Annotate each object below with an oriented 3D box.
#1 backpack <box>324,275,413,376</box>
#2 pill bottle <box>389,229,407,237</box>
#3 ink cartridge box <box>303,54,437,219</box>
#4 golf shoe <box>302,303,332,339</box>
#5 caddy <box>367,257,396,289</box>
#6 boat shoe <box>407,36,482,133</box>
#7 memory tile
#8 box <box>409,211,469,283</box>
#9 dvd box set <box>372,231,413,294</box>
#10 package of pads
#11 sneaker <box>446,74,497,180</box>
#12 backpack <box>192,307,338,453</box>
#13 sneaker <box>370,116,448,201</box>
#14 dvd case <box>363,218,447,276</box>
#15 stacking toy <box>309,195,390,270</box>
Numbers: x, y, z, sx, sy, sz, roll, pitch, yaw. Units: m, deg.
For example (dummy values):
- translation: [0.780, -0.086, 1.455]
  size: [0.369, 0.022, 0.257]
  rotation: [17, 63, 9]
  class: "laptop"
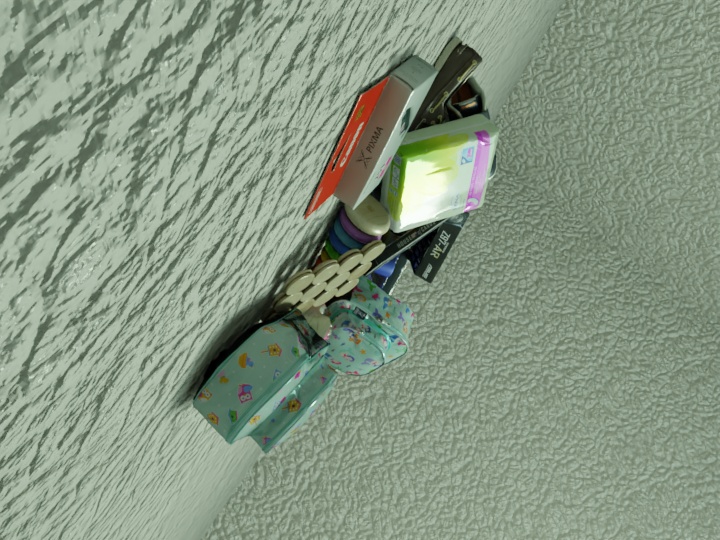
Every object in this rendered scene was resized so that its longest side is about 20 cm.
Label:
- translation: [0.001, 0.110, 1.246]
  size: [0.177, 0.196, 0.154]
  rotation: [-36, -143, 46]
  class: "backpack"
- translation: [0.099, -0.136, 1.385]
  size: [0.115, 0.113, 0.200]
  rotation: [-54, 176, -6]
  class: "pill bottle"
- translation: [0.014, -0.163, 0.847]
  size: [0.174, 0.043, 0.202]
  rotation: [-52, 174, -50]
  class: "ink cartridge box"
- translation: [-0.106, 0.079, 1.134]
  size: [0.077, 0.089, 0.200]
  rotation: [-65, -164, 6]
  class: "golf shoe"
- translation: [0.000, 0.000, 1.377]
  size: [0.200, 0.102, 0.145]
  rotation: [-148, -101, -81]
  class: "caddy"
- translation: [0.121, -0.272, 1.054]
  size: [0.203, 0.059, 0.072]
  rotation: [-57, 174, 13]
  class: "boat shoe"
- translation: [-0.058, 0.020, 1.015]
  size: [0.197, 0.017, 0.154]
  rotation: [-24, 161, -38]
  class: "memory tile"
- translation: [0.161, -0.075, 1.387]
  size: [0.163, 0.043, 0.200]
  rotation: [-62, -173, 11]
  class: "box"
- translation: [0.046, -0.019, 1.511]
  size: [0.149, 0.029, 0.201]
  rotation: [-62, -156, 13]
  class: "dvd box set"
- translation: [0.126, -0.158, 1.073]
  size: [0.195, 0.069, 0.158]
  rotation: [-17, 136, -24]
  class: "package of pads"
- translation: [0.192, -0.256, 1.150]
  size: [0.076, 0.205, 0.079]
  rotation: [-21, -179, -3]
  class: "sneaker"
- translation: [-0.132, 0.159, 0.913]
  size: [0.176, 0.154, 0.199]
  rotation: [-44, 167, 11]
  class: "backpack"
- translation: [0.079, -0.204, 1.148]
  size: [0.202, 0.070, 0.082]
  rotation: [-53, -168, -1]
  class: "sneaker"
- translation: [0.082, -0.052, 1.230]
  size: [0.198, 0.025, 0.150]
  rotation: [-35, 178, -20]
  class: "dvd case"
- translation: [-0.034, -0.031, 1.078]
  size: [0.201, 0.085, 0.085]
  rotation: [-52, 177, 33]
  class: "stacking toy"
